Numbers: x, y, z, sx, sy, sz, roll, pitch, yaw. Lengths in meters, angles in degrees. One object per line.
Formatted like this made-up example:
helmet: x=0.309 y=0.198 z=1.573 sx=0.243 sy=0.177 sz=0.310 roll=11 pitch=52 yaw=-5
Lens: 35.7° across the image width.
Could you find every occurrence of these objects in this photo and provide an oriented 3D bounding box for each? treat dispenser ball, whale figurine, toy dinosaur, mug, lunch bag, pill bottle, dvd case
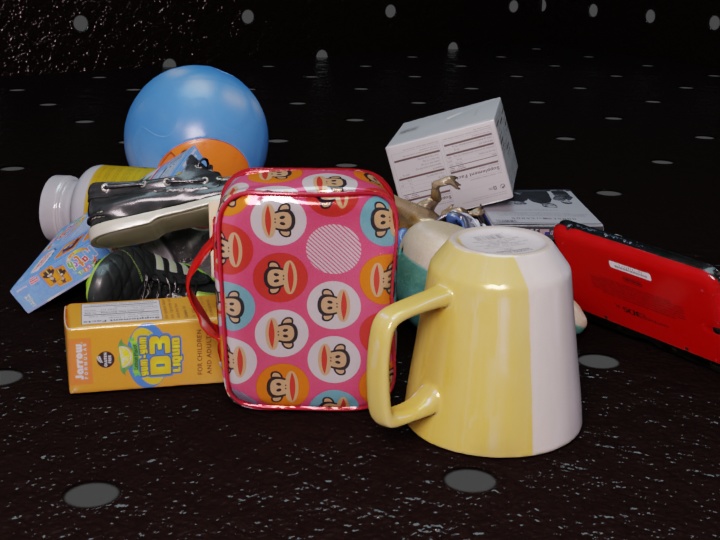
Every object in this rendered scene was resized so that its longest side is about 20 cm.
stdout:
treat dispenser ball: x=-0.226 y=-0.181 z=1.546 sx=0.198 sy=0.204 sz=0.201 roll=1 pitch=17 yaw=0
whale figurine: x=0.122 y=0.028 z=1.110 sx=0.198 sy=0.105 sz=0.159 roll=22 pitch=12 yaw=-16
toy dinosaur: x=0.075 y=-0.060 z=1.275 sx=0.101 sy=0.199 sz=0.059 roll=-30 pitch=43 yaw=29
mug: x=0.103 y=0.054 z=0.889 sx=0.148 sy=0.155 sz=0.186 roll=8 pitch=19 yaw=21
lunch bag: x=-0.056 y=0.018 z=0.925 sx=0.174 sy=0.202 sz=0.082 roll=0 pitch=22 yaw=-5
pill bottle: x=-0.274 y=-0.067 z=1.332 sx=0.197 sy=0.113 sz=0.112 roll=5 pitch=18 yaw=12
dvd case: x=0.236 y=-0.079 z=1.536 sx=0.148 sy=0.025 sz=0.200 roll=0 pitch=18 yaw=-3

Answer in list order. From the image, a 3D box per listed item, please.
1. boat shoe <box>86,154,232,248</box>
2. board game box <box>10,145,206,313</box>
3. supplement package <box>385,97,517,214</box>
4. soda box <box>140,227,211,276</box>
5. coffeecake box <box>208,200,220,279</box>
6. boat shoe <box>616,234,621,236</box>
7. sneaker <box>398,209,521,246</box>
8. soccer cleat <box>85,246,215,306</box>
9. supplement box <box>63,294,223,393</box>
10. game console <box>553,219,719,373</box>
boat shoe: x=-0.162 y=-0.075 z=1.055 sx=0.197 sy=0.067 sz=0.075 roll=-15 pitch=-14 yaw=-7
board game box: x=-0.263 y=-0.046 z=1.187 sx=0.199 sy=0.037 sz=0.152 roll=-27 pitch=21 yaw=20
supplement package: x=0.133 y=-0.158 z=1.580 sx=0.154 sy=0.112 sz=0.200 roll=-14 pitch=14 yaw=14
soda box: x=-0.154 y=-0.037 z=1.208 sx=0.198 sy=0.071 sz=0.063 roll=-21 pitch=21 yaw=0
coffeecake box: x=-0.051 y=-0.014 z=1.075 sx=0.151 sy=0.074 sz=0.200 roll=-4 pitch=-11 yaw=4
boat shoe: x=0.240 y=-0.009 z=1.227 sx=0.062 sy=0.076 sz=0.199 roll=7 pitch=10 yaw=28
sneaker: x=0.114 y=-0.022 z=1.212 sx=0.198 sy=0.086 sz=0.077 roll=-11 pitch=52 yaw=-25
soccer cleat: x=-0.187 y=0.019 z=1.081 sx=0.080 sy=0.068 sz=0.200 roll=16 pitch=3 yaw=23
supplement box: x=-0.162 y=0.063 z=0.998 sx=0.197 sy=0.067 sz=0.069 roll=-3 pitch=20 yaw=-11
game console: x=0.310 y=0.014 z=1.091 sx=0.118 sy=0.174 sz=0.199 roll=-39 pitch=36 yaw=-23
